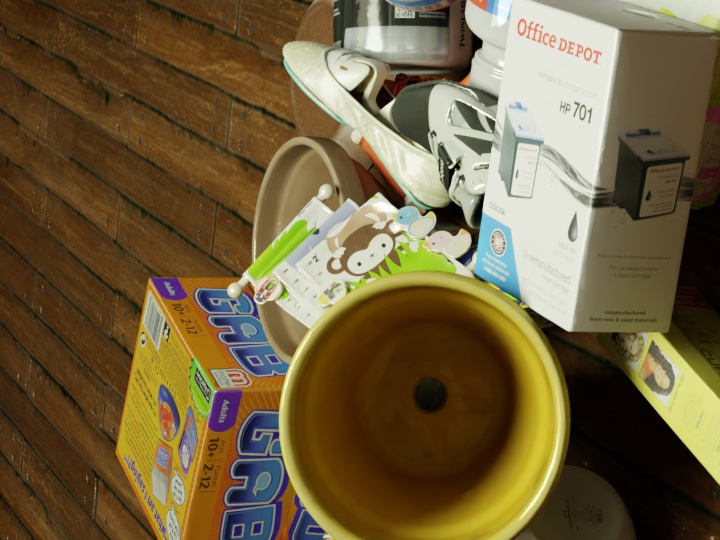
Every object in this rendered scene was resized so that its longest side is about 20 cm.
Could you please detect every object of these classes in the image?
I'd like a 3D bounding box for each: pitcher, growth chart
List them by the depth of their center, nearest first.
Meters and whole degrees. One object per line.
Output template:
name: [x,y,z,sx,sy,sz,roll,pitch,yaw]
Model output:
pitcher: [0.135,0.218,1.506,0.201,0.120,0.173,103,165,-48]
growth chart: [0.000,0.000,1.587,0.199,0.018,0.145,27,73,41]

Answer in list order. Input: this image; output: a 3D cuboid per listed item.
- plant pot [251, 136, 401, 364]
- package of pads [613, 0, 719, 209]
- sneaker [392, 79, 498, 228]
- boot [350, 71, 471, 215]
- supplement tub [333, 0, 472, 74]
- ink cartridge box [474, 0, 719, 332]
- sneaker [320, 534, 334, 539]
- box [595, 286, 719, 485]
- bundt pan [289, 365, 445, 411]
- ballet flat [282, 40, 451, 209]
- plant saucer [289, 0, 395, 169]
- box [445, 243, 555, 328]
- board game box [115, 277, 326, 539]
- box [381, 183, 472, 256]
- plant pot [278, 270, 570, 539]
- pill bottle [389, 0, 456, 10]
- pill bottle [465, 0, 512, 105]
plant pot: [-0.017,-0.016,1.749,0.200,0.092,0.203,0,90,63]
package of pads: [0.220,-0.158,1.375,0.155,0.068,0.201,-120,39,-46]
sneaker: [0.087,-0.080,1.491,0.199,0.089,0.074,24,157,38]
boot: [0.059,-0.132,1.652,0.107,0.075,0.200,46,142,3]
supplement tub: [0.037,-0.271,1.693,0.122,0.121,0.202,4,93,64]
ink cartridge box: [0.155,-0.074,1.335,0.146,0.085,0.202,-147,60,-61]
sneaker: [-0.002,0.251,1.800,0.075,0.089,0.202,35,121,59]
box: [0.239,0.082,1.329,0.200,0.075,0.050,55,135,52]
bundt pan: [0.043,0.104,1.617,0.076,0.201,0.202,-57,32,4]
ballet flat: [0.018,-0.135,1.616,0.200,0.067,0.063,46,124,17]
plant saucer: [-0.025,-0.188,1.919,0.200,0.036,0.203,-1,89,63]
box: [0.121,0.012,1.574,0.200,0.069,0.065,158,114,-62]
board game box: [-0.096,0.142,1.872,0.200,0.198,0.201,52,135,51]
box: [0.042,0.003,1.775,0.200,0.041,0.120,33,119,57]
plant pot: [0.048,0.099,1.419,0.189,0.199,0.203,-29,-59,-86]
pill bottle: [0.034,-0.269,1.521,0.200,0.111,0.113,11,-102,-79]
pill bottle: [0.140,-0.225,1.492,0.112,0.111,0.202,44,128,56]
